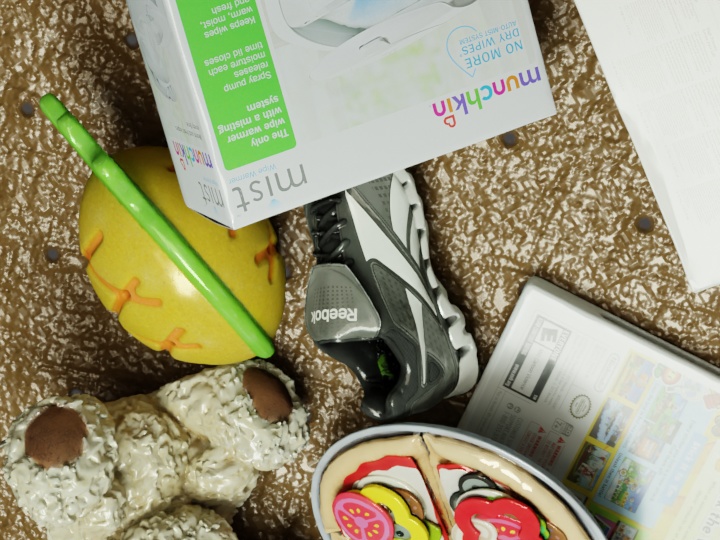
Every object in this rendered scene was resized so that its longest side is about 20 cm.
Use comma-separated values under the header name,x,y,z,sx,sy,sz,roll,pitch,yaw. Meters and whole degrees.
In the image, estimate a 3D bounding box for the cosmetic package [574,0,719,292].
name,x,y,z,sx,sy,sz,roll,pitch,yaw
cosmetic package,0.190,-0.096,1.463,0.082,0.051,0.201,-18,103,22

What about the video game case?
name,x,y,z,sx,sy,sz,roll,pitch,yaw
video game case,0.142,0.128,1.571,0.181,0.023,0.201,27,112,5

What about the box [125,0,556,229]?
name,x,y,z,sx,sy,sz,roll,pitch,yaw
box,-0.018,-0.139,1.432,0.199,0.097,0.177,-19,105,-16

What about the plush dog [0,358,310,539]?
name,x,y,z,sx,sy,sz,roll,pitch,yaw
plush dog,-0.127,0.162,1.575,0.160,0.199,0.173,-33,71,56

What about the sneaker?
name,x,y,z,sx,sy,sz,roll,pitch,yaw
sneaker,0.000,0.000,1.519,0.066,0.090,0.201,-12,108,43

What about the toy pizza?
name,x,y,z,sx,sy,sz,roll,pitch,yaw
toy pizza,0.058,0.169,1.555,0.199,0.032,0.201,17,138,16

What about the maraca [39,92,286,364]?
name,x,y,z,sx,sy,sz,roll,pitch,yaw
maraca,-0.116,-0.024,1.521,0.107,0.137,0.200,-43,116,-6
